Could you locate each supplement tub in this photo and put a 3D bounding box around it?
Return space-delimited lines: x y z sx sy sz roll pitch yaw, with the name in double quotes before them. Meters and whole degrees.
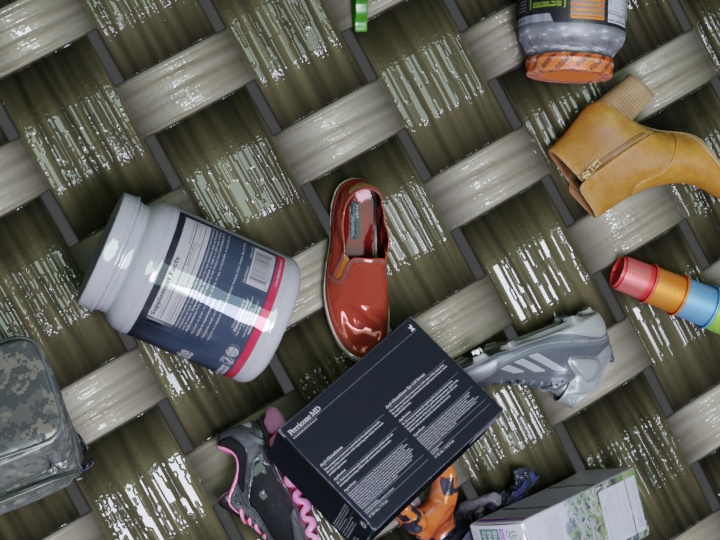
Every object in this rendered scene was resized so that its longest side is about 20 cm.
"supplement tub" 0.233 -0.312 1.693 0.122 0.123 0.201 4 88 -14
"supplement tub" -0.174 0.017 1.569 0.199 0.140 0.141 24 83 -12

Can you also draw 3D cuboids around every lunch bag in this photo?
"lunch bag" -0.372 0.175 1.507 0.199 0.168 0.140 -21 62 -13

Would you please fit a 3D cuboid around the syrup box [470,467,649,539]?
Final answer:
"syrup box" 0.216 0.278 1.653 0.199 0.081 0.079 -16 92 -42

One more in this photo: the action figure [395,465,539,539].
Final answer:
"action figure" 0.100 0.261 1.677 0.200 0.104 0.194 -39 106 -40

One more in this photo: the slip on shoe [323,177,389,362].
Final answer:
"slip on shoe" 0.000 0.000 1.656 0.074 0.061 0.201 0 90 -16

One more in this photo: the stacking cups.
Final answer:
"stacking cups" 0.382 0.032 1.760 0.199 0.060 0.061 23 83 -9

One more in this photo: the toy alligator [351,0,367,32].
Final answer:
"toy alligator" -0.003 -0.362 1.667 0.059 0.054 0.201 -4 89 -15

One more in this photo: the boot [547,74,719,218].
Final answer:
"boot" 0.318 -0.108 1.744 0.201 0.071 0.144 44 85 -6

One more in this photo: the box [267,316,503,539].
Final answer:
"box" 0.025 0.166 1.583 0.200 0.079 0.141 -39 79 -28

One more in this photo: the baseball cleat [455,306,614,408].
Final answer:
"baseball cleat" 0.193 0.113 1.698 0.199 0.070 0.107 -21 93 -13

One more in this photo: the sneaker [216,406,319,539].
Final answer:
"sneaker" -0.098 0.249 1.616 0.095 0.079 0.201 -16 77 -7
